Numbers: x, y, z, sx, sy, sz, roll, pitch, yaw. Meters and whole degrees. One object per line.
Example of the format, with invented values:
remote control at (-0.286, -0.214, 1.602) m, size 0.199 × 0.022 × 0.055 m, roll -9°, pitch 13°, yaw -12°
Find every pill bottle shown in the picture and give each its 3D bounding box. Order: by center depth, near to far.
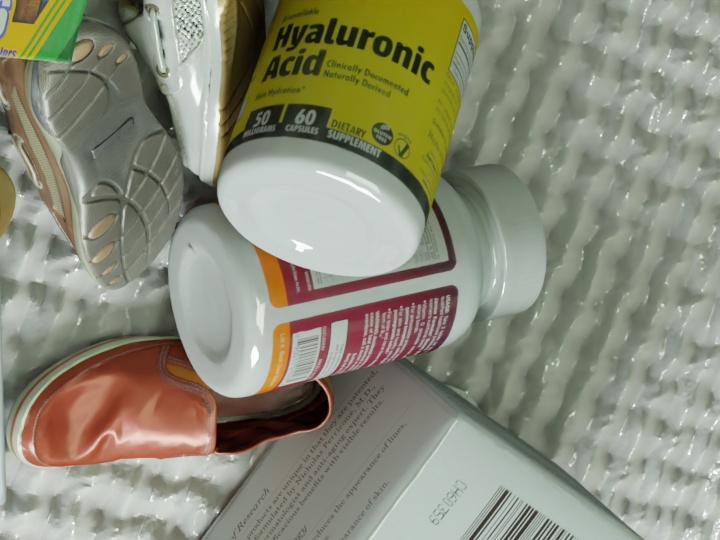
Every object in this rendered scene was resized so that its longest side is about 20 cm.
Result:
pill bottle at (0.002, -0.107, 1.096) m, size 0.111 × 0.111 × 0.201 m, roll 38°, pitch 55°, yaw -34°
pill bottle at (0.000, 0.000, 1.179) m, size 0.199 × 0.109 × 0.110 m, roll -12°, pitch 116°, yaw -28°

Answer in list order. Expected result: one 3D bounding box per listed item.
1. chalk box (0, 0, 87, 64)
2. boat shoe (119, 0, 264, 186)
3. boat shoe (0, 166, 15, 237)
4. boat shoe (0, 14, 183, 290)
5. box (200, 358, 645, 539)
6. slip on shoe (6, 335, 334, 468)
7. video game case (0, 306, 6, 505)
chalk box at (-0.181, -0.206, 0.897) m, size 0.124 × 0.124 × 0.201 m, roll -1°, pitch 114°, yaw -56°
boat shoe at (-0.093, -0.137, 1.098) m, size 0.069 × 0.071 × 0.201 m, roll 11°, pitch 128°, yaw 11°
boat shoe at (-0.272, -0.060, 1.036) m, size 0.199 × 0.069 × 0.071 m, roll 15°, pitch 105°, yaw -26°
boat shoe at (-0.147, -0.070, 1.094) m, size 0.076 × 0.072 × 0.201 m, roll -39°, pitch 147°, yaw -24°
box at (0.033, 0.180, 1.263) m, size 0.199 × 0.131 × 0.200 m, roll 36°, pitch 92°, yaw -34°
slip on shoe at (-0.105, 0.078, 1.189) m, size 0.199 × 0.061 × 0.074 m, roll -7°, pitch 115°, yaw -24°
video game case at (-0.281, 0.051, 1.107) m, size 0.181 × 0.022 × 0.201 m, roll -8°, pitch 114°, yaw -25°
